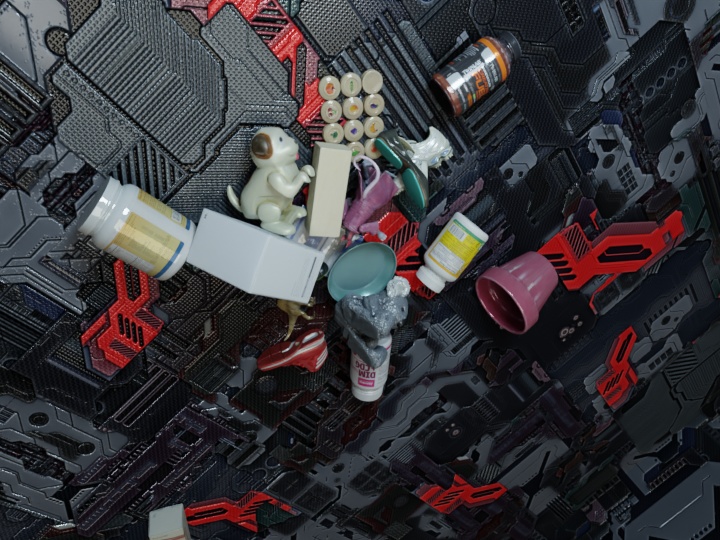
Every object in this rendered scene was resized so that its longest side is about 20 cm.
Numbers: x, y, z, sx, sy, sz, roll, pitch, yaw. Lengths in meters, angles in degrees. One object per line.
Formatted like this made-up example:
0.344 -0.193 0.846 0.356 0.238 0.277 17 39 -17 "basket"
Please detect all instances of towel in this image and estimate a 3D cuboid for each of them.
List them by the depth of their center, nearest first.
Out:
-0.102 -0.062 1.304 0.198 0.024 0.148 24 109 -31 "towel"

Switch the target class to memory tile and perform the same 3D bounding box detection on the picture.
-0.017 -0.342 1.177 0.150 0.017 0.204 -12 122 -14 "memory tile"

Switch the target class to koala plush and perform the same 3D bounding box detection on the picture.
0.051 0.110 1.366 0.199 0.183 0.180 -31 145 -35 "koala plush"

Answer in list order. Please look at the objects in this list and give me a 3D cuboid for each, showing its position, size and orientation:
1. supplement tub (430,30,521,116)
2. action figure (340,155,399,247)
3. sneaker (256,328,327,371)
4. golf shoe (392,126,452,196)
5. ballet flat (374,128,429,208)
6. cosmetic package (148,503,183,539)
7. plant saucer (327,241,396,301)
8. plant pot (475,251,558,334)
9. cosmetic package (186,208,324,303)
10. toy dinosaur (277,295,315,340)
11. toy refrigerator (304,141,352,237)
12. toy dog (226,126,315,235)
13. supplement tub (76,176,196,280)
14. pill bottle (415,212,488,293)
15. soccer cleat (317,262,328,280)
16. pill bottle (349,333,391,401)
0.261 -0.447 1.168 0.199 0.107 0.107 -37 125 3 "supplement tub"
0.012 -0.144 1.203 0.132 0.149 0.203 29 95 9 "action figure"
-0.177 0.251 1.424 0.197 0.079 0.117 -21 123 -7 "sneaker"
0.124 -0.263 1.259 0.199 0.078 0.098 -38 100 4 "golf shoe"
0.113 -0.242 1.195 0.068 0.068 0.202 -35 93 -19 "ballet flat"
-0.581 0.828 1.596 0.101 0.088 0.204 -9 121 -14 "cosmetic package"
0.000 0.000 1.354 0.196 0.036 0.203 -17 134 -17 "plant saucer"
0.460 0.049 1.496 0.178 0.199 0.202 -37 127 -16 "plant pot"
-0.219 -0.027 1.104 0.199 0.197 0.125 20 91 -59 "cosmetic package"
-0.168 0.098 1.363 0.099 0.059 0.203 -1 132 -1 "toy dinosaur"
-0.077 -0.185 1.193 0.074 0.070 0.204 1 114 -19 "toy refrigerator"
-0.190 -0.210 1.133 0.190 0.140 0.203 17 120 12 "toy dog"
-0.458 -0.085 1.078 0.199 0.145 0.145 35 103 -33 "supplement tub"
0.239 -0.044 1.391 0.112 0.113 0.201 28 105 -32 "pill bottle"
-0.176 -0.005 1.265 0.195 0.068 0.082 -7 127 -1 "soccer cleat"
0.026 0.265 1.487 0.111 0.114 0.204 -6 121 -17 "pill bottle"
